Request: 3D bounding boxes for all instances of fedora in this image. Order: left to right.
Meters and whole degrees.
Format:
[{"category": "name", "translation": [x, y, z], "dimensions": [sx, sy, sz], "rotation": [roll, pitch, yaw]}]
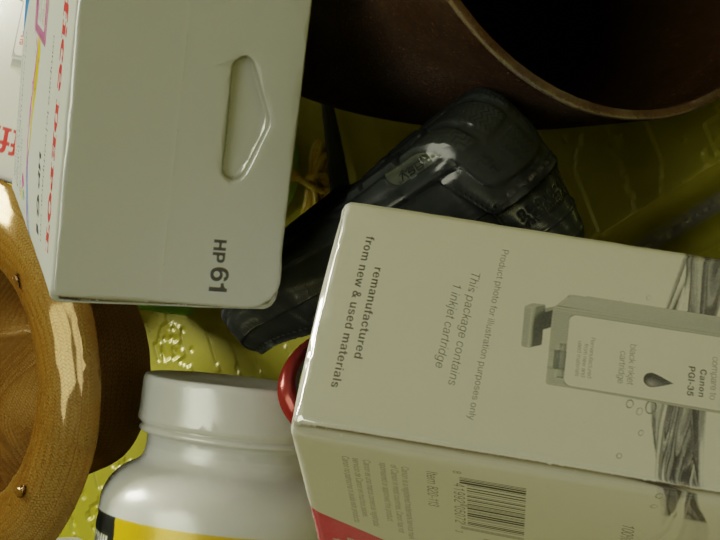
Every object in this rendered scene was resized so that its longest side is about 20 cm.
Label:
[{"category": "fedora", "translation": [-0.158, 0.047, 0.907], "dimensions": [0.201, 0.082, 0.201], "rotation": [1, 91, 48]}]

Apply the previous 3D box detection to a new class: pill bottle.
[{"category": "pill bottle", "translation": [-0.064, 0.148, 0.849], "dimensions": [0.112, 0.112, 0.200], "rotation": [6, 89, 42]}]

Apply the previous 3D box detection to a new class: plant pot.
[{"category": "plant pot", "translation": [0.036, -0.133, 0.762], "dimensions": [0.200, 0.187, 0.187], "rotation": [-13, 77, 57]}]

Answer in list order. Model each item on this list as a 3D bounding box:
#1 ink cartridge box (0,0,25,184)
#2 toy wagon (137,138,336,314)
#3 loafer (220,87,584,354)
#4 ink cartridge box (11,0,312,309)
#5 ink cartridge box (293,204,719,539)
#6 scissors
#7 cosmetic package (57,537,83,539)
[{"category": "ink cartridge box", "translation": [-0.138, -0.137, 0.911], "dimensions": [0.146, 0.083, 0.200], "rotation": [17, 97, 40]}, {"category": "toy wagon", "translation": [-0.096, -0.058, 0.947], "dimensions": [0.200, 0.040, 0.155], "rotation": [11, 93, 42]}, {"category": "loafer", "translation": [0.010, 0.000, 0.725], "dimensions": [0.070, 0.068, 0.201], "rotation": [50, 145, -5]}, {"category": "ink cartridge box", "translation": [-0.083, -0.078, 0.744], "dimensions": [0.200, 0.085, 0.145], "rotation": [-138, 53, -70]}, {"category": "ink cartridge box", "translation": [0.088, 0.060, 0.635], "dimensions": [0.200, 0.147, 0.083], "rotation": [9, 64, 8]}, {"category": "scissors", "translation": [0.000, 0.000, 0.865], "dimensions": [0.014, 0.073, 0.200], "rotation": [-38, 38, 44]}, {"category": "cosmetic package", "translation": [-0.185, 0.238, 0.956], "dimensions": [0.071, 0.101, 0.200], "rotation": [28, 105, 40]}]
